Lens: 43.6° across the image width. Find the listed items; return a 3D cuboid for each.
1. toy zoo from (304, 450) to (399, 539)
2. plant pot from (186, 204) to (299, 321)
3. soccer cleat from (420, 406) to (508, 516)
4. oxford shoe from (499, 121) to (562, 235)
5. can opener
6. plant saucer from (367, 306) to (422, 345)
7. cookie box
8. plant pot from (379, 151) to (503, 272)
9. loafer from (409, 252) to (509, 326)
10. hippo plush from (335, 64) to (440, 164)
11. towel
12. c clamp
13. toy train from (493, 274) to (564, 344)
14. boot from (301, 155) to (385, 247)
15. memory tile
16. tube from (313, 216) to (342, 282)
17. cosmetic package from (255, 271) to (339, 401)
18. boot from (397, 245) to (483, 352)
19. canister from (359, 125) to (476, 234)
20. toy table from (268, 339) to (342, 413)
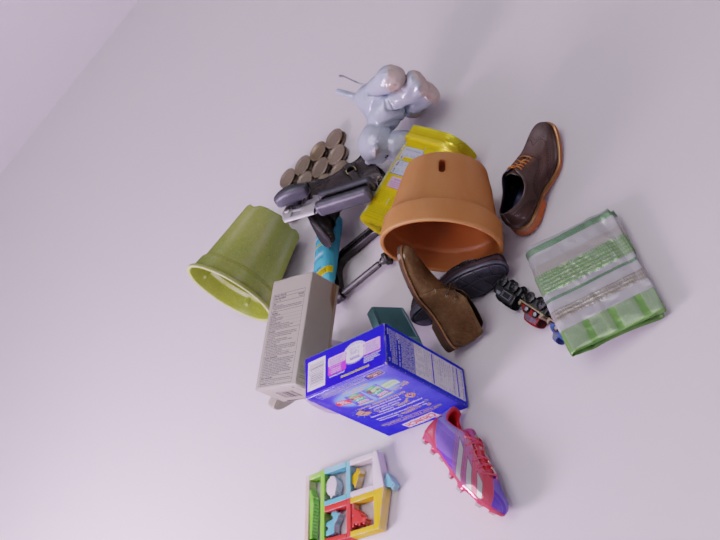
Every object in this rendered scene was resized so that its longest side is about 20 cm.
[{"bbox_3d":[-0.016,0.378,1.483,0.199,0.020,0.132,-27,49,35],"label":"toy zoo"},{"bbox_3d":[-0.224,-0.026,1.852,0.200,0.200,0.185,5,58,49],"label":"plant pot"},{"bbox_3d":[0.161,0.278,1.322,0.077,0.067,0.200,-51,37,4],"label":"soccer cleat"},{"bbox_3d":[0.275,-0.162,1.463,0.071,0.073,0.201,-3,65,46],"label":"oxford shoe"},{"bbox_3d":[-0.071,-0.138,1.658,0.199,0.067,0.054,-15,43,29],"label":"can opener"},{"bbox_3d":[0.055,0.091,1.484,0.200,0.069,0.019,-113,25,-76],"label":"plant saucer"},{"bbox_3d":[0.041,0.176,1.405,0.171,0.200,0.076,-27,48,33],"label":"cookie box"},{"bbox_3d":[0.136,-0.099,1.469,0.199,0.200,0.141,-15,58,41],"label":"plant pot"},{"bbox_3d":[0.156,0.019,1.486,0.200,0.072,0.063,-36,40,32],"label":"loafer"},{"bbox_3d":[0.049,-0.287,1.707,0.159,0.198,0.162,118,158,-76],"label":"hippo plush"},{"bbox_3d":[0.335,0.017,1.299,0.149,0.031,0.201,-27,49,14],"label":"towel"},{"bbox_3d":[0.000,0.000,1.704,0.200,0.027,0.171,-43,35,20],"label":"c clamp"},{"bbox_3d":[0.268,0.063,1.362,0.046,0.034,0.200,-60,38,6],"label":"toy train"},{"bbox_3d":[-0.026,-0.147,1.753,0.173,0.069,0.201,-23,47,2],"label":"boot"},{"bbox_3d":[-0.100,-0.205,1.946,0.200,0.017,0.154,-37,44,28],"label":"memory tile"},{"bbox_3d":[-0.066,-0.021,1.750,0.077,0.050,0.201,-49,29,47],"label":"tube"},{"bbox_3d":[-0.105,0.113,1.523,0.105,0.071,0.201,-13,59,41],"label":"cosmetic package"},{"bbox_3d":[0.126,0.034,1.422,0.075,0.201,0.074,-25,22,25],"label":"boot"},{"bbox_3d":[0.100,-0.150,1.624,0.148,0.086,0.201,25,82,51],"label":"canister"},{"bbox_3d":[-0.084,0.175,1.609,0.199,0.117,0.185,2,69,47],"label":"toy table"}]
